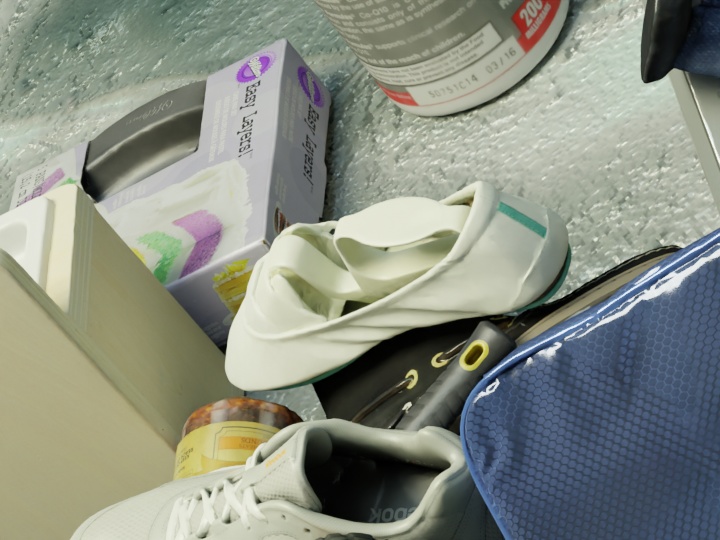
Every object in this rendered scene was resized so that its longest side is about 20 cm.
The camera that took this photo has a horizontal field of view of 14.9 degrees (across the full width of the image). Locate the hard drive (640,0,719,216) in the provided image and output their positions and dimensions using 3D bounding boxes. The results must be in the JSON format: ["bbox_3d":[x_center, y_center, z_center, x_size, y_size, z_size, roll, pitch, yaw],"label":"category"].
[{"bbox_3d":[0.225,-0.096,1.114,0.199,0.026,0.132,-15,70,-8],"label":"hard drive"}]

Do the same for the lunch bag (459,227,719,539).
[{"bbox_3d":[0.156,0.054,1.001,0.200,0.132,0.136,-30,79,30],"label":"lunch bag"}]

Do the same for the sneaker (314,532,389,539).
[{"bbox_3d":[0.046,0.174,0.968,0.087,0.200,0.075,-49,9,4],"label":"sneaker"}]

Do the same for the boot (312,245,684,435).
[{"bbox_3d":[0.057,0.028,1.220,0.200,0.073,0.151,-39,34,11],"label":"boot"}]

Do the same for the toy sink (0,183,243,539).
[{"bbox_3d":[-0.161,0.046,1.288,0.130,0.200,0.112,-27,37,19],"label":"toy sink"}]

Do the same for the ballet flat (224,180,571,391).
[{"bbox_3d":[0.000,0.000,1.189,0.200,0.069,0.070,-17,40,40],"label":"ballet flat"}]

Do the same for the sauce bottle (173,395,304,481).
[{"bbox_3d":[-0.055,0.152,1.188,0.066,0.066,0.201,-20,49,26],"label":"sauce bottle"}]

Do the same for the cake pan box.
[{"bbox_3d":[-0.106,-0.020,1.430,0.184,0.052,0.200,-23,32,20],"label":"cake pan box"}]

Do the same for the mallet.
[{"bbox_3d":[-0.013,0.097,1.132,0.066,0.041,0.200,29,79,28],"label":"mallet"}]

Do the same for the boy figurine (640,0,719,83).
[{"bbox_3d":[0.208,-0.096,1.066,0.199,0.064,0.125,7,65,3],"label":"boy figurine"}]

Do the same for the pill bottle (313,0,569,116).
[{"bbox_3d":[0.011,-0.183,1.381,0.114,0.200,0.114,-25,37,21],"label":"pill bottle"}]

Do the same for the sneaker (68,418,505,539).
[{"bbox_3d":[-0.032,0.091,1.066,0.199,0.092,0.076,-11,56,19],"label":"sneaker"}]
